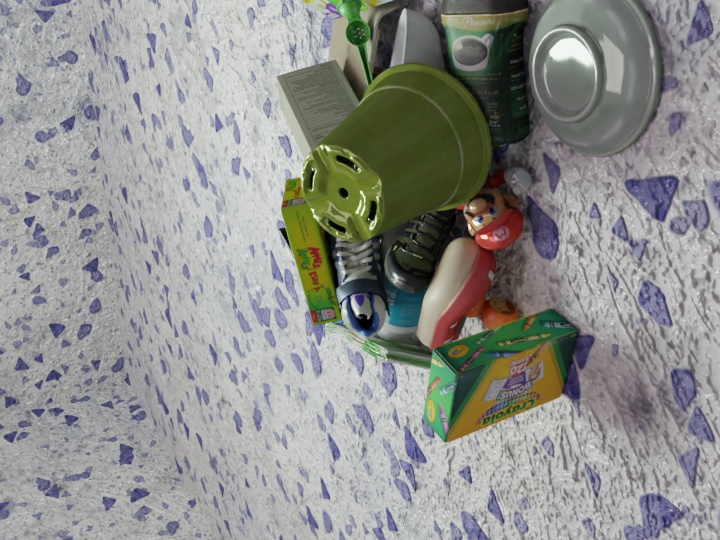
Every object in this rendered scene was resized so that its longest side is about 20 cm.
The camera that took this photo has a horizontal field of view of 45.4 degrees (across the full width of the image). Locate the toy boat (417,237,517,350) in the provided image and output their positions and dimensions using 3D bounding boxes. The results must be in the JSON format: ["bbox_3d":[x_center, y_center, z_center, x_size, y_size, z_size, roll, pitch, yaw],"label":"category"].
[{"bbox_3d":[0.161,0.046,1.226,0.130,0.131,0.200,22,154,9],"label":"toy boat"}]

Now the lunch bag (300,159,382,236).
[{"bbox_3d":[-0.027,-0.118,1.398,0.168,0.138,0.201,-88,1,-59],"label":"lunch bag"}]

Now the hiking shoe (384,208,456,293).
[{"bbox_3d":[0.090,-0.056,1.230,0.075,0.200,0.101,22,135,2],"label":"hiking shoe"}]

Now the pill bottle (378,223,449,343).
[{"bbox_3d":[0.071,0.025,1.373,0.111,0.110,0.201,52,146,35],"label":"pill bottle"}]

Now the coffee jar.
[{"bbox_3d":[0.157,-0.261,1.074,0.104,0.085,0.201,11,117,34],"label":"coffee jar"}]

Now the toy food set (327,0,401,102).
[{"bbox_3d":[0.009,-0.344,1.333,0.144,0.060,0.201,-123,33,-43],"label":"toy food set"}]

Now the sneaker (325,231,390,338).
[{"bbox_3d":[0.000,0.000,1.248,0.147,0.080,0.201,-105,7,-58],"label":"sneaker"}]

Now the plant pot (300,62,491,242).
[{"bbox_3d":[0.029,-0.130,1.052,0.199,0.190,0.201,20,127,29],"label":"plant pot"}]

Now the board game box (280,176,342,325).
[{"bbox_3d":[-0.070,-0.030,1.294,0.102,0.047,0.201,-89,-13,-59],"label":"board game box"}]

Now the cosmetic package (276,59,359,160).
[{"bbox_3d":[-0.049,-0.220,1.291,0.071,0.105,0.201,84,166,-51],"label":"cosmetic package"}]

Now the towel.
[{"bbox_3d":[0.046,0.128,1.444,0.200,0.152,0.024,19,95,57],"label":"towel"}]

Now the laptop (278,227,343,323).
[{"bbox_3d":[-0.097,0.019,1.664,0.116,0.200,0.188,-34,80,27],"label":"laptop"}]

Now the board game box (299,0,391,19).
[{"bbox_3d":[-0.003,-0.437,1.202,0.200,0.103,0.105,3,79,51],"label":"board game box"}]

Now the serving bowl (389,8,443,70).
[{"bbox_3d":[0.076,-0.261,1.208,0.200,0.065,0.201,-172,90,-86],"label":"serving bowl"}]

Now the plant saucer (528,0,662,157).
[{"bbox_3d":[0.248,-0.224,0.975,0.200,0.050,0.201,39,137,48],"label":"plant saucer"}]

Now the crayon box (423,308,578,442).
[{"bbox_3d":[0.182,0.135,1.126,0.058,0.199,0.119,46,142,43],"label":"crayon box"}]

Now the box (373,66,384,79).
[{"bbox_3d":[0.060,-0.203,1.368,0.200,0.021,0.164,51,145,37],"label":"box"}]

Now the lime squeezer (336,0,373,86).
[{"bbox_3d":[-0.013,-0.347,1.211,0.038,0.071,0.201,-2,134,21],"label":"lime squeezer"}]

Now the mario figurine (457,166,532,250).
[{"bbox_3d":[0.150,-0.118,1.157,0.201,0.106,0.124,64,151,23],"label":"mario figurine"}]
